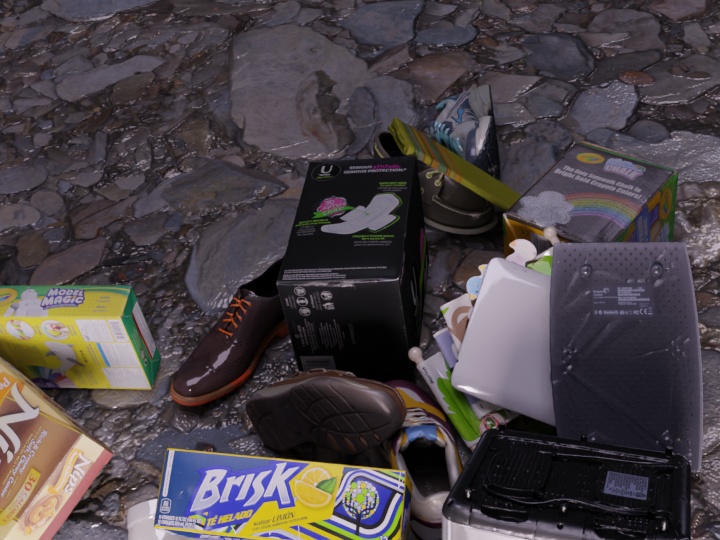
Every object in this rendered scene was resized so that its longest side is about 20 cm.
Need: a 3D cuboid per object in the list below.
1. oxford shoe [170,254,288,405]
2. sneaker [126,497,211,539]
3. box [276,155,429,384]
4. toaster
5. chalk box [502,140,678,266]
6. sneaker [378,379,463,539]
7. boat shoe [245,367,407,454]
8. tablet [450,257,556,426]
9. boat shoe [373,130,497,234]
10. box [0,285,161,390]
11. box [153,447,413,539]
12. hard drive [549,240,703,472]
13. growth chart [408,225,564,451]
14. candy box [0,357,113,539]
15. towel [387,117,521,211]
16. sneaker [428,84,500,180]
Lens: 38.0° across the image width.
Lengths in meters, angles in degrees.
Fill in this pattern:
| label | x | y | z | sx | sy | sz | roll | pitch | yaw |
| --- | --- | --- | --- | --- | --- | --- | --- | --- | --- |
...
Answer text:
| label | x | y | z | sx | sy | sz | roll | pitch | yaw |
| --- | --- | --- | --- | --- | --- | --- | --- | --- | --- |
| oxford shoe | -0.131 | 0.059 | 1.094 | 0.070 | 0.074 | 0.200 | 19 | 48 | 29 |
| sneaker | -0.100 | 0.231 | 0.904 | 0.196 | 0.073 | 0.086 | -12 | 60 | -2 |
| box | 0.000 | 0.000 | 1.078 | 0.122 | 0.151 | 0.202 | -1 | 41 | 11 |
| toaster | 0.159 | 0.208 | 0.788 | 0.177 | 0.121 | 0.200 | 5 | 12 | 16 |
| chalk box | 0.254 | -0.044 | 1.104 | 0.123 | 0.126 | 0.199 | 23 | 49 | 34 |
| sneaker | 0.055 | 0.154 | 0.932 | 0.073 | 0.091 | 0.201 | -15 | 40 | -7 |
| boat shoe | -0.027 | 0.119 | 0.961 | 0.198 | 0.077 | 0.071 | -6 | 20 | 48 |
| tablet | 0.193 | 0.079 | 0.964 | 0.196 | 0.014 | 0.132 | 19 | 79 | 7 |
| boat shoe | 0.084 | -0.107 | 1.256 | 0.071 | 0.061 | 0.201 | -31 | 45 | -28 |
| box | -0.317 | 0.070 | 1.081 | 0.195 | 0.119 | 0.049 | -1 | 45 | 10 |
| box | -0.059 | 0.187 | 0.834 | 0.195 | 0.070 | 0.066 | 3 | 70 | 9 |
| hard drive | 0.234 | 0.077 | 0.934 | 0.132 | 0.042 | 0.205 | -1 | 78 | 2 |
| growth chart | 0.143 | 0.064 | 0.985 | 0.199 | 0.018 | 0.145 | -38 | 79 | -6 |
| candy box | -0.338 | 0.165 | 0.994 | 0.198 | 0.055 | 0.116 | 28 | 76 | 37 |
| towel | 0.119 | -0.104 | 1.173 | 0.198 | 0.018 | 0.087 | 28 | 22 | -24 |
| sneaker | 0.130 | -0.163 | 1.313 | 0.084 | 0.079 | 0.201 | -9 | 29 | 10 |
